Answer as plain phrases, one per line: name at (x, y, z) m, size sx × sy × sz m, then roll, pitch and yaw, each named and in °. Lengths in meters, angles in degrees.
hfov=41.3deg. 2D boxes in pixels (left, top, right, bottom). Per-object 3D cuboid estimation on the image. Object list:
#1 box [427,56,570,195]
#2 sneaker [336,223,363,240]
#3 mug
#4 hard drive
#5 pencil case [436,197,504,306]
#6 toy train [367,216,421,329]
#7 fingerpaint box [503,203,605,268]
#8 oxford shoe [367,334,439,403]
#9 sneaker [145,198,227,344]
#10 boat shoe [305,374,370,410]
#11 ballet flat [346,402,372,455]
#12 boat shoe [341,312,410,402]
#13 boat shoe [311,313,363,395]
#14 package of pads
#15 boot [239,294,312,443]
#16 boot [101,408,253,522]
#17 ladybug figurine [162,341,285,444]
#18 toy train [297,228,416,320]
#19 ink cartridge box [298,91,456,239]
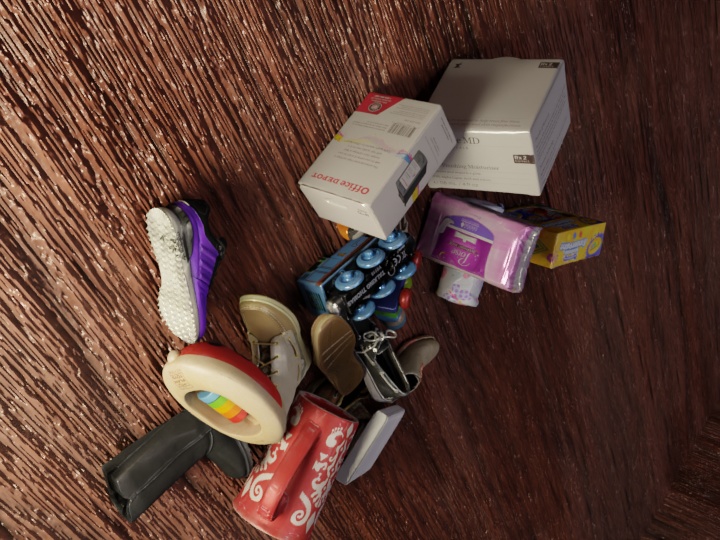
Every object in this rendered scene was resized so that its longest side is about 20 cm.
box at (0.219, -0.238, 1.553) m, size 0.201 × 0.198 × 0.131 m, roll -60°, pitch 145°, yaw -37°
sneaker at (0.040, -0.115, 1.522) m, size 0.200 × 0.075 × 0.092 m, roll -53°, pitch 145°, yaw -20°
mug at (-0.087, 0.302, 1.450) m, size 0.133 × 0.177 × 0.201 m, roll 27°, pitch 89°, yaw -18°
hard drive at (0.021, 0.295, 1.638) m, size 0.132 × 0.027 × 0.200 m, roll -58°, pitch 168°, yaw 1°
pencil case at (0.201, -0.035, 1.755) m, size 0.091 × 0.083 × 0.202 m, roll -6°, pitch 112°, yaw -73°
toy train at (0.065, -0.006, 1.611) m, size 0.116 × 0.084 × 0.201 m, roll 70°, pitch 32°, yaw -61°
fingerpaint box at (0.357, -0.073, 1.865) m, size 0.199 × 0.166 × 0.074 m, roll -12°, pitch 115°, yaw -48°
oxford shoe at (0.088, 0.183, 1.716) m, size 0.200 × 0.073 × 0.071 m, roll -35°, pitch 131°, yaw -38°
sneaker at (-0.213, -0.002, 1.251) m, size 0.099 × 0.069 × 0.202 m, roll -32°, pitch 130°, yaw -43°
boat shoe at (-0.004, 0.185, 1.603) m, size 0.200 × 0.068 × 0.072 m, roll -38°, pitch 133°, yaw -36°
ballet flat at (-0.048, 0.304, 1.607) m, size 0.200 × 0.064 × 0.076 m, roll -52°, pitch 141°, yaw -22°
boat shoe at (0.018, 0.120, 1.541) m, size 0.073 × 0.068 × 0.201 m, roll -29°, pitch 97°, yaw -46°
boat shoe at (-0.049, 0.123, 1.472) m, size 0.071 × 0.064 × 0.201 m, roll -40°, pitch 148°, yaw -19°
package of pads at (0.205, -0.050, 1.655) m, size 0.075 × 0.199 × 0.121 m, roll 3°, pitch 108°, yaw -57°
boot at (-0.138, 0.143, 1.378) m, size 0.201 × 0.072 × 0.155 m, roll 65°, pitch 35°, yaw -48°
boot at (-0.251, 0.279, 1.328) m, size 0.200 × 0.065 × 0.166 m, roll -43°, pitch 124°, yaw -40°
ladybug figurine at (-0.176, 0.158, 1.272) m, size 0.200 × 0.135 × 0.072 m, roll 45°, pitch 47°, yaw -32°
toy train at (0.000, 0.000, 1.486) m, size 0.200 × 0.114 × 0.087 m, roll -43°, pitch 128°, yaw -32°
ink cartridge box at (0.026, -0.160, 1.419) m, size 0.201 × 0.147 × 0.086 m, roll -54°, pitch 139°, yaw -19°
